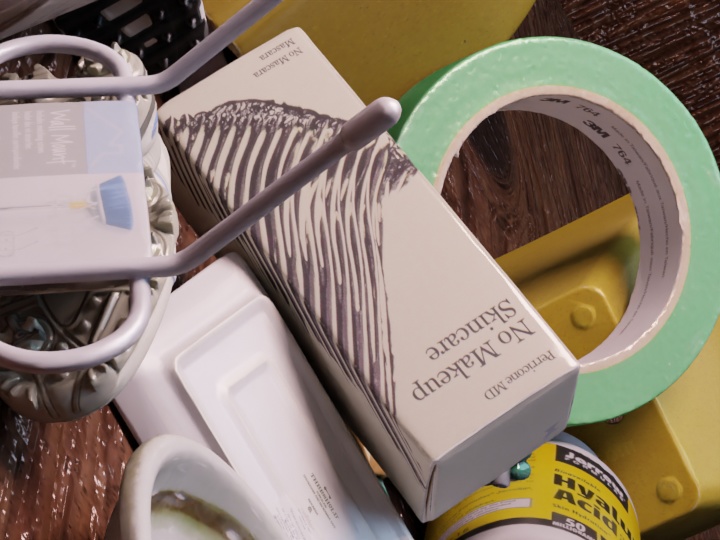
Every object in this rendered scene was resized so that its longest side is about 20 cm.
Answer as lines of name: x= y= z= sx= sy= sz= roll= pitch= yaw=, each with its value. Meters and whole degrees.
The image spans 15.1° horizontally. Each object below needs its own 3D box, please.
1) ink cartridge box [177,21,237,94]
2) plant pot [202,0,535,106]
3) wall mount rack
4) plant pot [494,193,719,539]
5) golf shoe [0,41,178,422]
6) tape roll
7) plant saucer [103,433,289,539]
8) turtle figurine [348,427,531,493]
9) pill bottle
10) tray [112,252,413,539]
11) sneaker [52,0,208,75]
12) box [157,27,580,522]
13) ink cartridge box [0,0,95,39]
ink cartridge box: x=-0.042 y=-0.024 z=1.363 sx=0.095 sy=0.037 sz=0.200 roll=45 pitch=24 yaw=-59
plant pot: x=-0.003 y=-0.204 z=1.411 sx=0.196 sy=0.200 sz=0.194 roll=53 pitch=5 yaw=30
wall mount rack: x=-0.080 y=-0.053 z=0.928 sx=0.200 sy=0.174 sz=0.075 roll=-101 pitch=-171 yaw=-52
plant pot: x=0.131 y=0.079 z=1.540 sx=0.200 sy=0.200 sz=0.176 roll=64 pitch=23 yaw=0
golf shoe: x=-0.093 y=0.003 z=1.000 sx=0.200 sy=0.078 sz=0.097 roll=-90 pitch=165 yaw=-53
tape roll: x=0.094 y=-0.019 z=1.396 sx=0.201 sy=0.200 sz=0.048 roll=63 pitch=-23 yaw=-4
plant saucer: x=-0.044 y=0.156 z=0.928 sx=0.200 sy=0.050 sz=0.200 roll=58 pitch=13 yaw=-22
turtle figurine: x=0.008 y=0.068 z=1.221 sx=0.150 sy=0.101 sz=0.200 roll=36 pitch=42 yaw=-29
pill bottle: x=0.085 y=0.148 z=1.353 sx=0.111 sy=0.111 sz=0.200 roll=61 pitch=11 yaw=-12
tray: x=-0.023 y=0.094 z=1.089 sx=0.107 sy=0.022 sz=0.200 roll=-37 pitch=98 yaw=-49
sneaker: x=-0.129 y=-0.167 z=1.209 sx=0.200 sy=0.066 sz=0.091 roll=50 pitch=20 yaw=-41
box: x=0.000 y=0.000 z=1.135 sx=0.200 sy=0.082 sz=0.068 roll=50 pitch=-19 yaw=20
ink cartridge box: x=-0.102 y=-0.193 z=1.099 sx=0.200 sy=0.084 sz=0.146 roll=-31 pitch=95 yaw=-44
